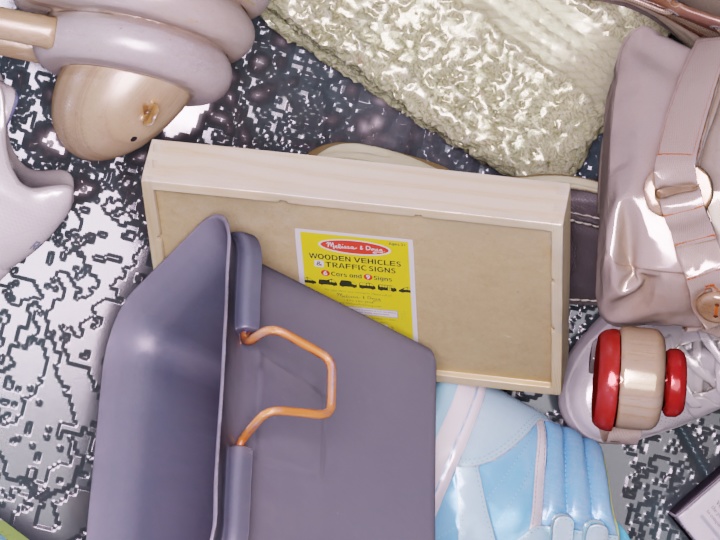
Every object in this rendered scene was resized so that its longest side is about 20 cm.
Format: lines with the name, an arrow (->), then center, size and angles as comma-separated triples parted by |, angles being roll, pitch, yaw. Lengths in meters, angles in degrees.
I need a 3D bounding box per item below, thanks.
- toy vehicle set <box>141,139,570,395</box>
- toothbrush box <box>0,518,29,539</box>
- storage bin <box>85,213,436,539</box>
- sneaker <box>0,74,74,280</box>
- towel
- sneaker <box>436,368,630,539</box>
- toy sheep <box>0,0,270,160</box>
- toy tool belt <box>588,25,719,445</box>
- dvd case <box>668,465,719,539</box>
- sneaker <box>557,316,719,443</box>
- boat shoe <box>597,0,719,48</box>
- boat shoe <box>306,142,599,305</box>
toy vehicle set -> 0.000, 0.000, 1.381 | 0.199, 0.125, 0.027 | 6, 49, 8
toothbrush box -> -0.174, 0.213, 1.370 | 0.200, 0.086, 0.146 | 36, 97, 12
storage bin -> -0.034, 0.091, 1.338 | 0.134, 0.146, 0.201 | 20, 50, -26
sneaker -> -0.214, -0.083, 1.386 | 0.087, 0.075, 0.200 | -36, 106, 9
towel -> 0.054, -0.141, 1.441 | 0.199, 0.036, 0.149 | 35, 89, -8
sneaker -> 0.062, 0.157, 1.430 | 0.130, 0.080, 0.201 | 22, 83, -9
toy sheep -> -0.105, -0.149, 1.375 | 0.137, 0.138, 0.201 | 13, 85, -8
toy tool belt -> 0.172, -0.014, 1.348 | 0.122, 0.125, 0.201 | 5, 61, 1
dvd case -> 0.279, 0.115, 1.493 | 0.200, 0.025, 0.151 | -41, 98, -3
sneaker -> 0.195, 0.031, 1.432 | 0.199, 0.116, 0.074 | -27, 98, -4
boat shoe -> 0.141, -0.160, 1.396 | 0.199, 0.072, 0.076 | 24, 79, -9
boat shoe -> 0.062, -0.009, 1.425 | 0.199, 0.066, 0.072 | 12, 125, -4
